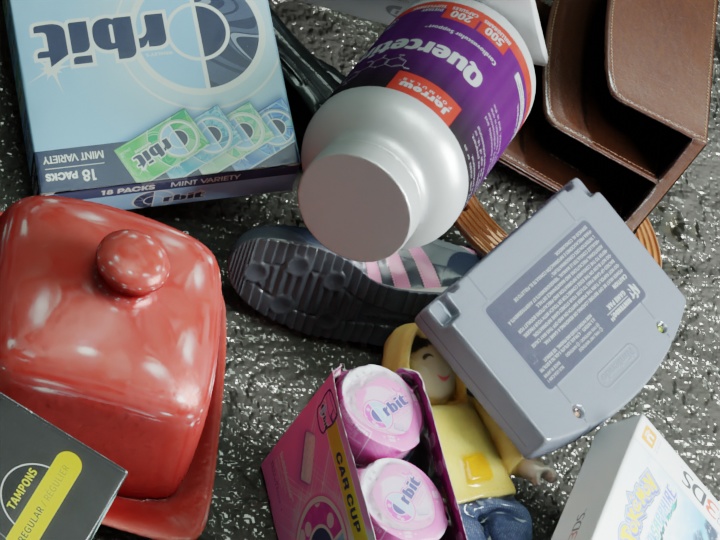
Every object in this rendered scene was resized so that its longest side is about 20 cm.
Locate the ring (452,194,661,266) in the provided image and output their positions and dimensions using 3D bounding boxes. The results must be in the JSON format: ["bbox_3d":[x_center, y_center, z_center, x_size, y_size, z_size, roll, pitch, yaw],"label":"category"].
[{"bbox_3d":[0.123,-0.043,1.758,0.199,0.019,0.201,24,37,-19],"label":"ring"}]

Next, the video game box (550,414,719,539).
[{"bbox_3d":[0.186,0.221,1.565,0.182,0.047,0.201,46,45,-19],"label":"video game box"}]

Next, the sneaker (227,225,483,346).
[{"bbox_3d":[0.000,0.000,1.659,0.199,0.070,0.082,16,35,-24],"label":"sneaker"}]

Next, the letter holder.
[{"bbox_3d":[0.168,-0.151,1.807,0.141,0.101,0.201,27,40,-12],"label":"letter holder"}]

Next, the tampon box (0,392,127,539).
[{"bbox_3d":[-0.232,0.171,1.304,0.126,0.200,0.150,32,48,-4],"label":"tampon box"}]

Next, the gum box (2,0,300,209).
[{"bbox_3d":[-0.140,-0.141,1.639,0.169,0.045,0.201,-7,68,-13],"label":"gum box"}]

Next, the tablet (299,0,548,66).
[{"bbox_3d":[0.029,-0.188,1.727,0.199,0.130,0.014,17,76,15],"label":"tablet"}]

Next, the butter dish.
[{"bbox_3d":[-0.155,0.031,1.486,0.198,0.148,0.201,17,50,-18],"label":"butter dish"}]

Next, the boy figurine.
[{"bbox_3d":[0.067,0.123,1.599,0.123,0.064,0.201,-4,62,-28],"label":"boy figurine"}]

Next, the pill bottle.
[{"bbox_3d":[0.033,-0.089,1.627,0.112,0.113,0.200,36,39,0],"label":"pill bottle"}]

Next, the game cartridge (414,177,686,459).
[{"bbox_3d":[0.130,0.034,1.642,0.133,0.041,0.200,48,44,3],"label":"game cartridge"}]

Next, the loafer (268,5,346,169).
[{"bbox_3d":[-0.074,-0.135,1.705,0.200,0.068,0.070,39,38,-3],"label":"loafer"}]

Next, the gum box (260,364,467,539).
[{"bbox_3d":[0.007,0.164,1.500,0.066,0.114,0.201,2,56,-28],"label":"gum box"}]
